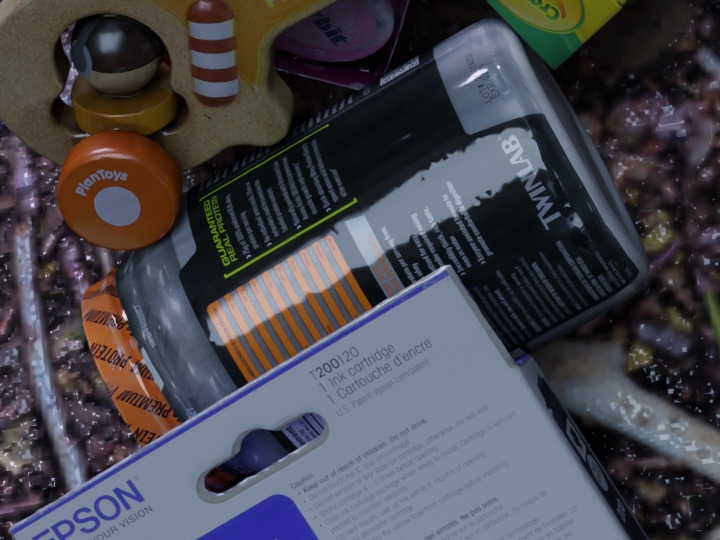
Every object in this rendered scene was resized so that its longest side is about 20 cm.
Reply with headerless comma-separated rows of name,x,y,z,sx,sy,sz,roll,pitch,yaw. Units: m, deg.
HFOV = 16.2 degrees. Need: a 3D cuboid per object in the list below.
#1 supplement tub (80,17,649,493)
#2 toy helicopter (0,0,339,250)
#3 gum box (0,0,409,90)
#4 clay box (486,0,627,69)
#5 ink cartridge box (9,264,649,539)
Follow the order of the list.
supplement tub,0.000,0.000,0.980,0.200,0.123,0.123,-29,74,10
toy helicopter,-0.053,-0.104,0.924,0.200,0.132,0.079,-24,30,21
gum box,-0.074,-0.154,1.000,0.199,0.066,0.114,14,55,-3
clay box,0.038,-0.182,0.969,0.200,0.115,0.048,45,129,-2
ink cartridge box,0.004,0.121,0.956,0.198,0.043,0.200,-30,105,10
